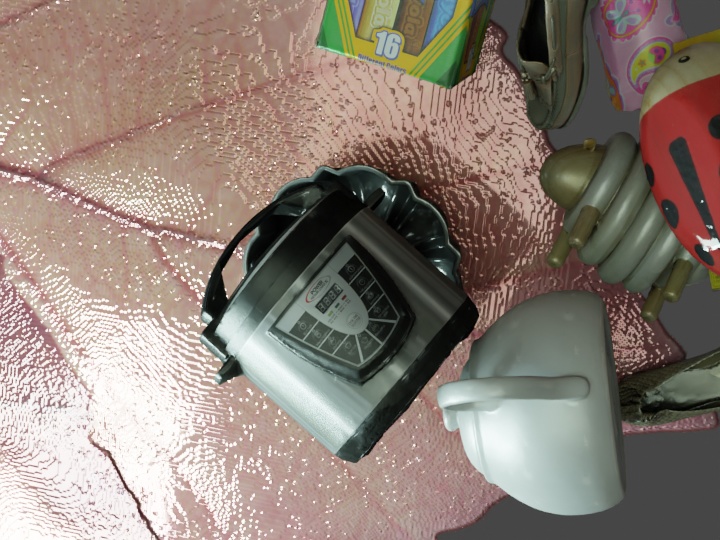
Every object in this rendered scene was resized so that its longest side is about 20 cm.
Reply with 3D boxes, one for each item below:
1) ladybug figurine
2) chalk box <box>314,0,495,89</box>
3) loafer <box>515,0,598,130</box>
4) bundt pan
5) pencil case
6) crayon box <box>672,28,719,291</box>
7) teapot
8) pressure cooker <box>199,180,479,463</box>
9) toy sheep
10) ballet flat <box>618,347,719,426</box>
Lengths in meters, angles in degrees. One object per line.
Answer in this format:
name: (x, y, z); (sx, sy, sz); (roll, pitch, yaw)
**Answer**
ladybug figurine: (0.269, -0.077, 1.262); (0.136, 0.071, 0.201); (-41, 65, 46)
chalk box: (0.057, -0.269, 1.385); (0.123, 0.125, 0.202); (19, 108, 10)
loafer: (0.150, -0.196, 1.368); (0.072, 0.062, 0.201); (53, 150, 37)
bundt pan: (0.000, 0.000, 1.486); (0.200, 0.076, 0.204); (3, 103, 13)
pencil case: (0.221, -0.231, 1.373); (0.087, 0.087, 0.202); (-15, 97, 17)
crayon box: (0.317, -0.093, 1.298); (0.126, 0.050, 0.202); (-11, 88, 51)
teapot: (0.139, 0.112, 1.386); (0.145, 0.198, 0.201); (-6, 123, 10)
pressure cooker: (-0.027, 0.036, 1.370); (0.200, 0.176, 0.179); (41, 126, 4)
toy sheep: (0.237, -0.040, 1.387); (0.199, 0.138, 0.138); (31, 108, -5)
ballet flat: (0.309, 0.092, 1.440); (0.198, 0.046, 0.068); (-17, 98, 18)
